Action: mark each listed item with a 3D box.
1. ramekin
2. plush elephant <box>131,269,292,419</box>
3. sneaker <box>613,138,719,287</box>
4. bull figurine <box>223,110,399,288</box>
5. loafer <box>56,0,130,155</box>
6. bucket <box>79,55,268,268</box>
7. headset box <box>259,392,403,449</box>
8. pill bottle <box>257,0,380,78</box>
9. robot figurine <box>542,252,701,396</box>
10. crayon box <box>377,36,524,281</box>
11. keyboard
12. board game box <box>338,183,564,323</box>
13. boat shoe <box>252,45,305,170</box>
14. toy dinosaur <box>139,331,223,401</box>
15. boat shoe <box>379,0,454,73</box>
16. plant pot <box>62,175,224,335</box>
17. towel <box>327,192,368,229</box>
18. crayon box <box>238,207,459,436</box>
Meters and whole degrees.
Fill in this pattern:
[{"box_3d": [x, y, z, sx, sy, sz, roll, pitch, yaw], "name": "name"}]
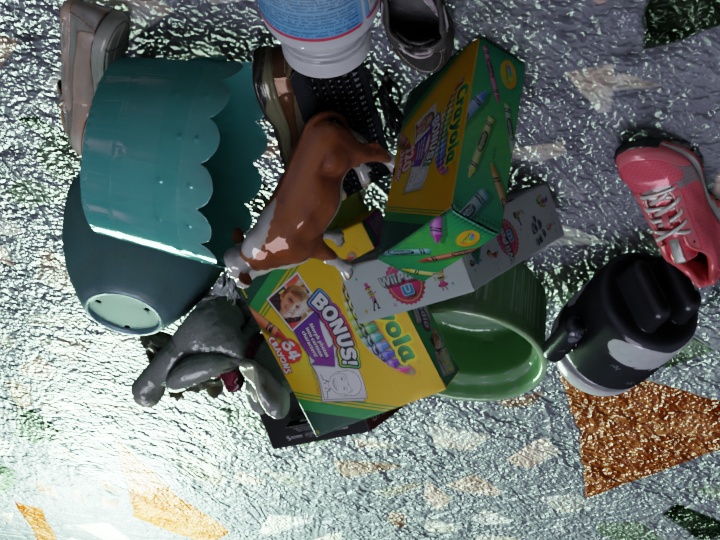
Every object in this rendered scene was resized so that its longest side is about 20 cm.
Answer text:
[{"box_3d": [0.119, 0.058, 1.834, 0.199, 0.098, 0.200, 8, 148, 5], "name": "ramekin"}, {"box_3d": [-0.132, 0.098, 1.824, 0.155, 0.165, 0.200, 41, 135, -1], "name": "plush elephant"}, {"box_3d": [0.317, -0.055, 1.601, 0.074, 0.087, 0.200, -15, 139, 34], "name": "sneaker"}, {"box_3d": [-0.049, -0.056, 1.549, 0.121, 0.065, 0.200, 15, 112, -37], "name": "bull figurine"}, {"box_3d": [-0.274, -0.194, 1.609, 0.063, 0.072, 0.200, 28, 142, 5], "name": "loafer"}, {"box_3d": [-0.179, -0.112, 1.571, 0.134, 0.208, 0.207, 10, 148, 10], "name": "bucket"}, {"box_3d": [-0.018, 0.141, 1.917, 0.148, 0.200, 0.077, -15, 100, 34], "name": "headset box"}, {"box_3d": [-0.039, -0.260, 1.378, 0.108, 0.109, 0.200, 6, 147, 10], "name": "pill bottle"}, {"box_3d": [0.287, 0.056, 1.755, 0.150, 0.125, 0.200, 24, 146, -9], "name": "robot figurine"}, {"box_3d": [0.085, -0.103, 1.495, 0.058, 0.201, 0.119, 27, 145, -23], "name": "crayon box"}, {"box_3d": [0.001, -0.144, 1.558, 0.104, 0.040, 0.200, -35, 146, -10], "name": "keyboard"}, {"box_3d": [0.095, -0.020, 1.633, 0.147, 0.200, 0.064, -17, 97, 37], "name": "board game box"}, {"box_3d": [-0.048, -0.147, 1.592, 0.074, 0.076, 0.200, -10, 146, 9], "name": "boat shoe"}, {"box_3d": [-0.239, 0.115, 2.057, 0.199, 0.077, 0.102, 27, 180, 0], "name": "toy dinosaur"}, {"box_3d": [0.045, -0.233, 1.439, 0.067, 0.057, 0.200, 5, 147, 11], "name": "boat shoe"}, {"box_3d": [-0.252, -0.007, 1.819, 0.199, 0.135, 0.200, 9, 148, 6], "name": "plant pot"}, {"box_3d": [0.000, 0.000, 1.753, 0.086, 0.018, 0.201, -19, 99, 34], "name": "towel"}, {"box_3d": [-0.014, 0.058, 1.729, 0.172, 0.058, 0.200, -23, 99, 30], "name": "crayon box"}]
